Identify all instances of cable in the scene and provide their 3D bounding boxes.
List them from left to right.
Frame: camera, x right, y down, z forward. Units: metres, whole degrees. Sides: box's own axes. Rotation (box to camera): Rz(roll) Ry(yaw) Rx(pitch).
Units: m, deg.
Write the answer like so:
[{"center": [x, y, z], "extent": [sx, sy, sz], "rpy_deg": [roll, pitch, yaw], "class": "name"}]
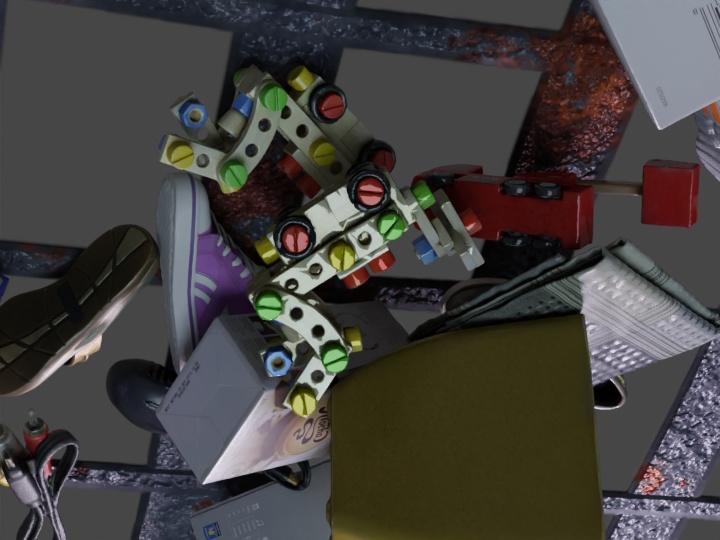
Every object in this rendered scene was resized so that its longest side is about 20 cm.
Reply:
[{"center": [-0.296, 0.196, 1.258], "extent": [0.096, 0.050, 0.201], "rpy_deg": [-24, 144, -14], "class": "cable"}]

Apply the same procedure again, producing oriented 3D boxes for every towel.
[{"center": [0.165, 0.045, 1.098], "extent": [0.192, 0.035, 0.199], "rpy_deg": [-26, 146, 31], "class": "towel"}]

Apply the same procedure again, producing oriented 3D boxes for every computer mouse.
[{"center": [-0.131, 0.135, 1.172], "extent": [0.199, 0.034, 0.059], "rpy_deg": [26, 102, 5], "class": "computer mouse"}]

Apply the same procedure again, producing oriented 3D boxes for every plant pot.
[{"center": [0.073, 0.161, 1.069], "extent": [0.198, 0.197, 0.195], "rpy_deg": [0, 151, 0], "class": "plant pot"}]

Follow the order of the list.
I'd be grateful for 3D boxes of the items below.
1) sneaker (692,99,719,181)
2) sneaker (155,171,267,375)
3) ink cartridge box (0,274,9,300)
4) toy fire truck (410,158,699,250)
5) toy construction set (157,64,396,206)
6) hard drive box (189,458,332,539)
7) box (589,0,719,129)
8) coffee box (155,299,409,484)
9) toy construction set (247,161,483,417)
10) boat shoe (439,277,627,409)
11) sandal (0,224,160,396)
[{"center": [0.321, -0.130, 1.072], "extent": [0.112, 0.078, 0.200], "rpy_deg": [-44, 148, -3], "class": "sneaker"}, {"center": [-0.104, -0.005, 1.104], "extent": [0.113, 0.073, 0.201], "rpy_deg": [-10, 138, -12], "class": "sneaker"}, {"center": [-0.345, 0.073, 1.060], "extent": [0.076, 0.137, 0.201], "rpy_deg": [25, 122, -8], "class": "ink cartridge box"}, {"center": [0.154, -0.058, 1.083], "extent": [0.198, 0.141, 0.049], "rpy_deg": [8, 108, 29], "class": "toy fire truck"}, {"center": [-0.053, -0.076, 1.032], "extent": [0.131, 0.092, 0.200], "rpy_deg": [-47, 135, -4], "class": "toy construction set"}, {"center": [-0.033, 0.225, 1.250], "extent": [0.199, 0.077, 0.156], "rpy_deg": [-24, 164, 9], "class": "hard drive box"}, {"center": [0.239, -0.242, 0.928], "extent": [0.198, 0.131, 0.200], "rpy_deg": [-27, 128, 12], "class": "box"}, {"center": [-0.052, 0.096, 1.126], "extent": [0.199, 0.080, 0.113], "rpy_deg": [-5, 138, -48], "class": "coffee box"}, {"center": [0.000, 0.000, 0.992], "extent": [0.199, 0.092, 0.132], "rpy_deg": [-35, 104, -11], "class": "toy construction set"}, {"center": [0.158, 0.068, 1.214], "extent": [0.199, 0.060, 0.072], "rpy_deg": [26, 121, -28], "class": "boat shoe"}, {"center": [-0.233, 0.039, 1.114], "extent": [0.199, 0.081, 0.054], "rpy_deg": [-37, 148, 14], "class": "sandal"}]
